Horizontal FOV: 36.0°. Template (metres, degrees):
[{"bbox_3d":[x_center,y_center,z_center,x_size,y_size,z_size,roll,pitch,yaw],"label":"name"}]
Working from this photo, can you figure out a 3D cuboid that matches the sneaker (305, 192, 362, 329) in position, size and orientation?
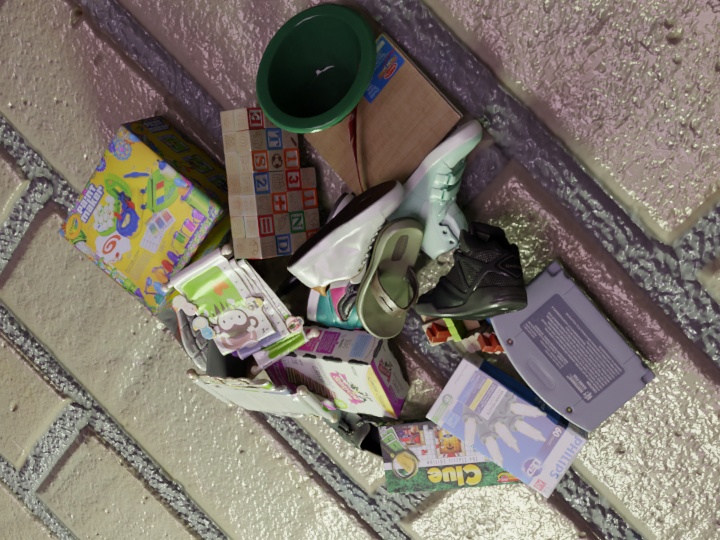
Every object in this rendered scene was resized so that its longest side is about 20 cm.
[{"bbox_3d":[0.000,0.000,1.543,0.120,0.084,0.201,20,118,14],"label":"sneaker"}]

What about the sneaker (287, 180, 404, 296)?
[{"bbox_3d":[-0.001,-0.040,1.463,0.085,0.073,0.200,43,120,-15],"label":"sneaker"}]

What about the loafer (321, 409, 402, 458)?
[{"bbox_3d":[0.025,0.247,1.668,0.199,0.063,0.072,19,124,20],"label":"loafer"}]

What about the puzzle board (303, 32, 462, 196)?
[{"bbox_3d":[0.027,-0.191,1.463,0.151,0.017,0.200,48,127,7],"label":"puzzle board"}]

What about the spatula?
[{"bbox_3d":[-0.125,0.042,1.609,0.200,0.021,0.057,-44,108,-2],"label":"spatula"}]

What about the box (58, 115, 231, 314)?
[{"bbox_3d":[-0.296,-0.083,1.614,0.192,0.122,0.200,39,112,6],"label":"box"}]

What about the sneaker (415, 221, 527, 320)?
[{"bbox_3d":[0.139,0.005,1.423,0.199,0.076,0.115,-22,65,60],"label":"sneaker"}]

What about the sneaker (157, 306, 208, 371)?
[{"bbox_3d":[-0.282,0.067,1.757,0.082,0.077,0.201,-16,102,55],"label":"sneaker"}]

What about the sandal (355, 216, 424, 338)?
[{"bbox_3d":[0.043,0.020,1.456,0.057,0.079,0.202,56,150,38],"label":"sandal"}]

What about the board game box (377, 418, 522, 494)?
[{"bbox_3d":[0.129,0.261,1.592,0.198,0.023,0.106,-8,99,13],"label":"board game box"}]

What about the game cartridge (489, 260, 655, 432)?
[{"bbox_3d":[0.267,0.104,1.439,0.133,0.041,0.200,-41,91,5],"label":"game cartridge"}]

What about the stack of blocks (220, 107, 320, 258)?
[{"bbox_3d":[-0.121,-0.122,1.519,0.058,0.115,0.202,0,98,44],"label":"stack of blocks"}]

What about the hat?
[{"bbox_3d":[-0.030,-0.222,1.468,0.165,0.176,0.201,26,86,28],"label":"hat"}]

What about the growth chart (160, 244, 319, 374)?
[{"bbox_3d":[-0.173,0.058,1.562,0.144,0.018,0.200,-38,105,23],"label":"growth chart"}]

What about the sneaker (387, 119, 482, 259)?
[{"bbox_3d":[0.123,-0.099,1.427,0.118,0.074,0.201,45,133,5],"label":"sneaker"}]

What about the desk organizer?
[{"bbox_3d":[-0.180,0.075,1.686,0.071,0.077,0.201,21,123,18],"label":"desk organizer"}]

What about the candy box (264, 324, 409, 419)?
[{"bbox_3d":[-0.042,0.145,1.627,0.199,0.061,0.137,4,141,28],"label":"candy box"}]

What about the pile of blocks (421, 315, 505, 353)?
[{"bbox_3d":[0.166,0.077,1.501,0.199,0.062,0.083,5,117,27],"label":"pile of blocks"}]

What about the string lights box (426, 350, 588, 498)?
[{"bbox_3d":[0.203,0.209,1.526,0.199,0.059,0.103,33,104,7],"label":"string lights box"}]

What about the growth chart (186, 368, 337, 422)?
[{"bbox_3d":[-0.145,0.183,1.625,0.199,0.018,0.145,6,155,21],"label":"growth chart"}]
